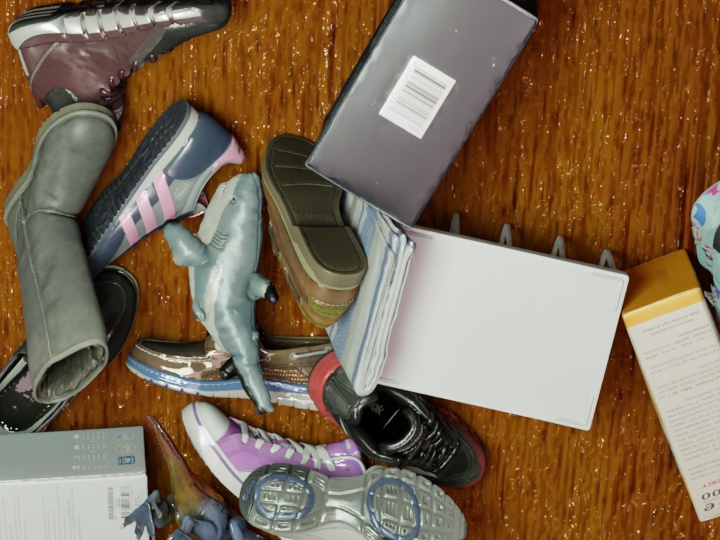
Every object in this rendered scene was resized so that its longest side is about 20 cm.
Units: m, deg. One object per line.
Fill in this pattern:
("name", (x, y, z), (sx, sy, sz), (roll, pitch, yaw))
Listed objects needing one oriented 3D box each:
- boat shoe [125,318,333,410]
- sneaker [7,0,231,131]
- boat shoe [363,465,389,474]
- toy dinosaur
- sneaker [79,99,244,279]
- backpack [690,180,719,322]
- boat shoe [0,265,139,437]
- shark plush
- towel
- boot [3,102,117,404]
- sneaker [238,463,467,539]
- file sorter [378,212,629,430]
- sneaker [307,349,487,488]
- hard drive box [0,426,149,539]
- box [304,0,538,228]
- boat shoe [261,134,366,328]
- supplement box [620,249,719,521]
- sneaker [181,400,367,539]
("boat shoe", (-0.108, 0.073, 1.786), (0.199, 0.072, 0.073), (8, 102, -9))
("sneaker", (-0.198, -0.177, 1.719), (0.199, 0.076, 0.116), (-4, 111, 16))
("boat shoe", (0.067, 0.258, 1.811), (0.073, 0.062, 0.201), (-43, 113, -30))
("toy dinosaur", (-0.122, 0.223, 1.778), (0.105, 0.181, 0.201), (16, 102, 24))
("sneaker", (-0.180, -0.053, 1.752), (0.082, 0.070, 0.200), (29, 117, -28))
("backpack", (0.372, -0.011, 1.667), (0.177, 0.151, 0.200), (-35, 140, -9))
("boat shoe", (-0.271, 0.082, 1.799), (0.074, 0.063, 0.202), (40, 103, -6))
("shark plush", (-0.107, 0.021, 1.707), (0.083, 0.091, 0.201), (-15, 70, 31))
("towel", (0.000, 0.000, 1.684), (0.024, 0.200, 0.148), (8, 112, -17))
("boot", (-0.245, -0.015, 1.685), (0.072, 0.201, 0.182), (11, 135, -25))
("sneaker", (-0.005, 0.211, 1.745), (0.199, 0.087, 0.075), (11, 73, 4))
("file sorter", (0.115, 0.032, 1.725), (0.199, 0.125, 0.140), (13, 106, 0))
("sneaker", (0.043, 0.145, 1.756), (0.200, 0.098, 0.071), (36, 92, -30))
("hard drive box", (-0.290, 0.229, 1.798), (0.199, 0.077, 0.157), (-2, 121, -8))
("box", (0.053, -0.163, 1.642), (0.104, 0.182, 0.201), (30, 107, -6))
("boat shoe", (-0.051, -0.035, 1.692), (0.072, 0.201, 0.068), (7, 128, -19))
("supplement box", (0.287, 0.098, 1.732), (0.073, 0.126, 0.201), (-21, 103, 9))
("sneaker", (-0.064, 0.167, 1.810), (0.114, 0.073, 0.200), (-41, 110, 10))
